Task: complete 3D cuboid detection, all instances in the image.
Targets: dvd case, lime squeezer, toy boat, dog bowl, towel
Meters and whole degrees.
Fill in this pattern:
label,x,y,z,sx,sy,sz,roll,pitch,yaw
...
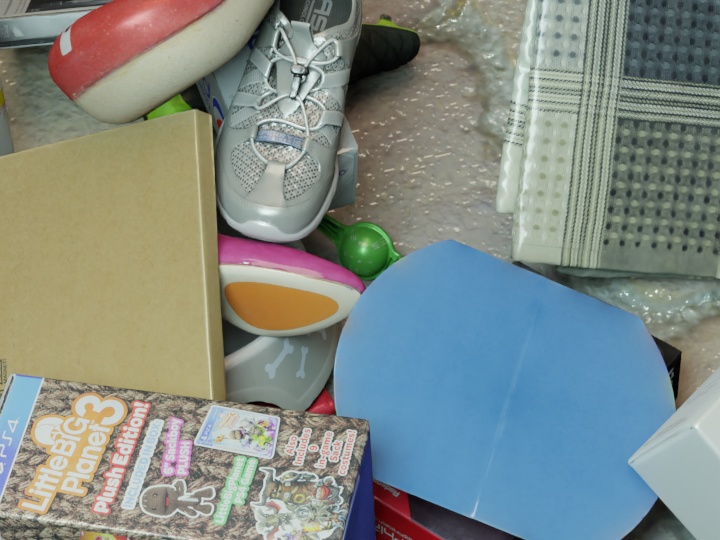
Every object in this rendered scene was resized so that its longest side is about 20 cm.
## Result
label,x,y,z,sx,sy,sz,roll,pitch,yaw
dvd case,-0.142,-0.174,1.830,0.199,0.025,0.150,-6,13,-2
lime squeezer,0.000,0.000,1.703,0.070,0.038,0.200,-9,40,-32
toy boat,-0.119,-0.182,1.585,0.131,0.130,0.200,43,50,-16
dog bowl,-0.114,0.028,1.659,0.199,0.059,0.200,-3,40,3
towel,0.182,-0.092,1.686,0.192,0.201,0.035,5,3,-18

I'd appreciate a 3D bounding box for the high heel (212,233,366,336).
label,x,y,z,sx,sy,sz,roll,pitch,yaw
high heel,-0.080,-0.017,1.612,0.200,0.067,0.096,0,49,28

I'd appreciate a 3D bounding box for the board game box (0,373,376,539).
label,x,y,z,sx,sy,sz,roll,pitch,yaw
board game box,-0.097,0.154,1.495,0.199,0.160,0.097,7,48,8

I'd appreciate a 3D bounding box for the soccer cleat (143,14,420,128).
label,x,y,z,sx,sy,sz,roll,pitch,yaw
soccer cleat,-0.052,-0.119,1.809,0.199,0.068,0.081,-10,82,-21

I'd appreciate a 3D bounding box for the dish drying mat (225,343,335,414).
label,x,y,z,sx,sy,sz,roll,pitch,yaw
dish drying mat,-0.119,0.096,1.641,0.200,0.018,0.077,-20,45,-16

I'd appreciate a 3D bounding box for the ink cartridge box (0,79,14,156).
label,x,y,z,sx,sy,sz,roll,pitch,yaw
ink cartridge box,-0.298,-0.055,1.663,0.144,0.200,0.147,8,49,10

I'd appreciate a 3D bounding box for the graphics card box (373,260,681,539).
label,x,y,z,sx,sy,sz,roll,pitch,yaw
graphics card box,0.082,0.094,1.615,0.125,0.051,0.200,30,55,26

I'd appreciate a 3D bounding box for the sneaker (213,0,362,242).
label,x,y,z,sx,sy,sz,roll,pitch,yaw
sneaker,-0.043,-0.109,1.597,0.075,0.082,0.200,8,58,1

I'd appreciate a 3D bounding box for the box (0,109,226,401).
label,x,y,z,sx,sy,sz,roll,pitch,yaw
box,-0.150,0.021,1.574,0.163,0.021,0.201,-12,74,28

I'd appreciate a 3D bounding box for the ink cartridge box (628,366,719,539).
label,x,y,z,sx,sy,sz,roll,pitch,yaw
ink cartridge box,0.272,0.089,1.551,0.145,0.088,0.200,47,62,0

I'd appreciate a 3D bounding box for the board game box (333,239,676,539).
label,x,y,z,sx,sy,sz,roll,pitch,yaw
board game box,0.078,0.077,1.562,0.200,0.039,0.158,22,61,-5

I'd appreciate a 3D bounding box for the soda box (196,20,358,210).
label,x,y,z,sx,sy,sz,roll,pitch,yaw
soda box,-0.065,-0.127,1.694,0.068,0.063,0.200,-17,61,-12
